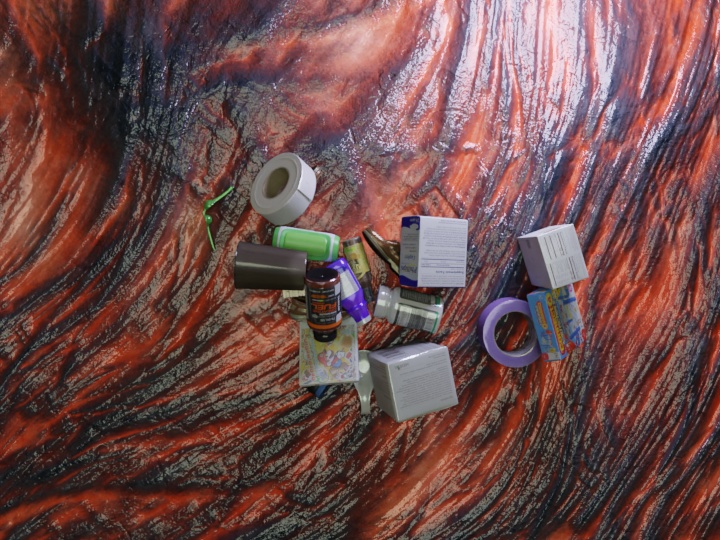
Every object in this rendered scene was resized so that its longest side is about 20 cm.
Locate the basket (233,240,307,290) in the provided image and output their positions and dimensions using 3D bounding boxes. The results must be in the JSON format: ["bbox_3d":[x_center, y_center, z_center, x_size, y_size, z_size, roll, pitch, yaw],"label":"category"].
[{"bbox_3d":[-0.256,-0.007,1.617,0.196,0.180,0.139,6,81,-6],"label":"basket"}]

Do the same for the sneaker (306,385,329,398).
[{"bbox_3d":[-0.098,0.287,1.708,0.077,0.070,0.201,34,81,16],"label":"sneaker"}]

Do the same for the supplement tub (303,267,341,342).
[{"bbox_3d":[-0.105,0.101,1.594,0.104,0.107,0.204,-2,115,0],"label":"supplement tub"}]

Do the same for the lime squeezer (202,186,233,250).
[{"bbox_3d":[-0.453,-0.169,1.713,0.070,0.038,0.204,16,91,-32],"label":"lime squeezer"}]

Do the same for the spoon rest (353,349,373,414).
[{"bbox_3d":[0.013,0.346,1.715,0.097,0.061,0.205,-4,93,0],"label":"spoon rest"}]

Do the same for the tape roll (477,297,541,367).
[{"bbox_3d":[0.461,0.187,1.699,0.195,0.085,0.205,0,92,1],"label":"tape roll"}]

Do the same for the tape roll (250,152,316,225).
[{"bbox_3d":[-0.226,-0.239,1.629,0.199,0.071,0.206,-17,57,28],"label":"tape roll"}]

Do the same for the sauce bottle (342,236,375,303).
[{"bbox_3d":[0.000,0.000,1.699,0.063,0.065,0.204,-17,91,1],"label":"sauce bottle"}]

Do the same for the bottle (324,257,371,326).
[{"bbox_3d":[-0.035,0.066,1.649,0.083,0.065,0.202,-30,94,4],"label":"bottle"}]

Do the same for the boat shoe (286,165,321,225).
[{"bbox_3d":[-0.178,-0.226,1.694,0.068,0.072,0.200,40,99,-19],"label":"boat shoe"}]

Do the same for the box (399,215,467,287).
[{"bbox_3d":[0.214,-0.053,1.642,0.181,0.104,0.205,1,92,-30],"label":"box"}]

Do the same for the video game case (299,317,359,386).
[{"bbox_3d":[-0.095,0.241,1.675,0.178,0.023,0.204,-5,63,6],"label":"video game case"}]

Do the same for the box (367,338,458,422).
[{"bbox_3d":[0.148,0.314,1.626,0.196,0.199,0.175,-12,93,-15],"label":"box"}]

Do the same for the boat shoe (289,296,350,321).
[{"bbox_3d":[-0.119,0.113,1.693,0.195,0.076,0.073,0,107,-1],"label":"boat shoe"}]

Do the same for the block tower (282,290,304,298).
[{"bbox_3d":[-0.139,0.046,1.706,0.195,0.058,0.055,-5,92,-2],"label":"block tower"}]

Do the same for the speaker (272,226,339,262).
[{"bbox_3d":[-0.163,-0.079,1.686,0.196,0.088,0.090,9,92,-1],"label":"speaker"}]

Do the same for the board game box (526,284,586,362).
[{"bbox_3d":[0.583,0.140,1.651,0.055,0.194,0.204,-14,94,44],"label":"board game box"}]

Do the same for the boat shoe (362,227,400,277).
[{"bbox_3d":[0.089,-0.061,1.694,0.068,0.072,0.200,-43,100,-6],"label":"boat shoe"}]

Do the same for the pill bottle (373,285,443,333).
[{"bbox_3d":[0.143,0.114,1.680,0.196,0.113,0.115,14,92,-1],"label":"pill bottle"}]

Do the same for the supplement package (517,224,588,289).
[{"bbox_3d":[0.558,-0.042,1.631,0.109,0.200,0.159,-18,92,0],"label":"supplement package"}]
